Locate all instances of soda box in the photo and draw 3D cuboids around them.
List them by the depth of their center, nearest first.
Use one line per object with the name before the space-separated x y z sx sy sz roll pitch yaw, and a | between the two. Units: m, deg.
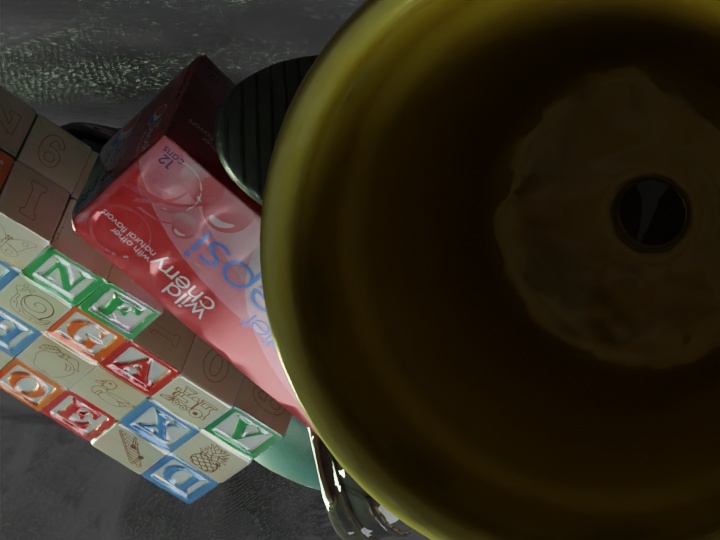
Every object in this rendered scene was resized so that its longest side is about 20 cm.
soda box | -0.019 0.009 0.970 0.200 0.064 0.070 40 124 -17

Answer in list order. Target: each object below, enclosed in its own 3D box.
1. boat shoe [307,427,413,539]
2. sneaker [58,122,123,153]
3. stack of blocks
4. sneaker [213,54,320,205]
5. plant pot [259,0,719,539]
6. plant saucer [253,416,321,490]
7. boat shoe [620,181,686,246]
boat shoe | -0.012 0.040 1.133 0.073 0.201 0.074 -31 143 20
sneaker | -0.102 -0.031 1.099 0.199 0.081 0.086 -4 160 13
stack of blocks | -0.121 0.013 1.062 0.200 0.059 0.115 34 139 -18
sneaker | 0.020 -0.043 0.950 0.199 0.075 0.088 4 177 -32
plant pot | 0.086 -0.013 0.787 0.200 0.202 0.189 2 -174 13
plant saucer | 0.011 0.048 1.336 0.199 0.201 0.028 3 132 1
boat shoe | 0.120 0.025 0.911 0.070 0.201 0.070 -6 178 -41
